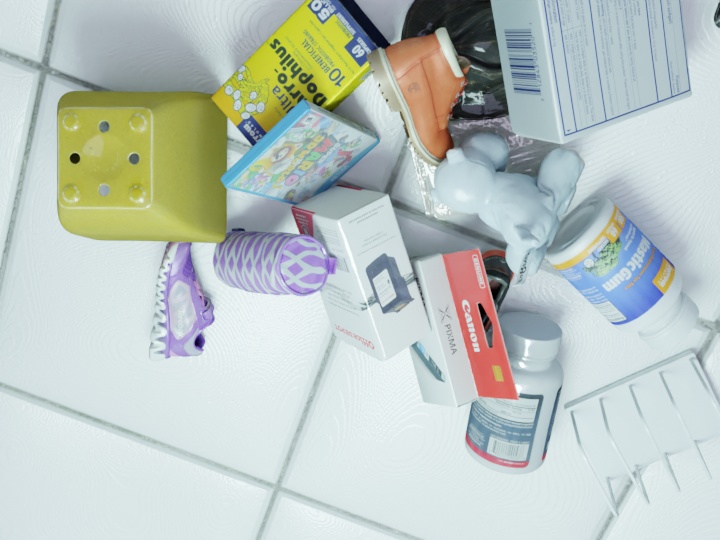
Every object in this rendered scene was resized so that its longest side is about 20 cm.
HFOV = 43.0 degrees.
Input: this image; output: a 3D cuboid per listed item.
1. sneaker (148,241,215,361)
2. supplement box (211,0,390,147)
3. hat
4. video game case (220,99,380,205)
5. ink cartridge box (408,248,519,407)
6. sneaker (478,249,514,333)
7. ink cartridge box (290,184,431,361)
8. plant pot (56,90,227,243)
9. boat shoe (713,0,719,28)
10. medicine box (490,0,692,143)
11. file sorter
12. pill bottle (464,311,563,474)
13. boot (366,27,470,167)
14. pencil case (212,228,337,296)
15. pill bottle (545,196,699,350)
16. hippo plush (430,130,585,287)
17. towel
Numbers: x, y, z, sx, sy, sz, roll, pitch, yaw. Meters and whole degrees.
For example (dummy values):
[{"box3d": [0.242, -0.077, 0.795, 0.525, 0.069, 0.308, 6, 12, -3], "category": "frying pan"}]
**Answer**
[{"box3d": [-0.248, 0.042, 1.302, 0.087, 0.081, 0.202, 9, 117, -5], "category": "sneaker"}, {"box3d": [-0.069, -0.246, 1.141, 0.200, 0.110, 0.109, -41, 93, 19], "category": "supplement box"}, {"box3d": [0.145, -0.273, 1.119, 0.198, 0.081, 0.204, 2, 105, 6], "category": "hat"}, {"box3d": [-0.070, -0.141, 1.151, 0.143, 0.199, 0.018, -40, 71, 18], "category": "video game case"}, {"box3d": [0.117, 0.078, 1.202, 0.044, 0.176, 0.203, -17, 94, -26], "category": "ink cartridge box"}, {"box3d": [0.145, 0.066, 1.258, 0.076, 0.082, 0.202, 23, 115, -4], "category": "sneaker"}, {"box3d": [0.000, 0.000, 1.208, 0.084, 0.144, 0.202, -27, 111, -22], "category": "ink cartridge box"}, {"box3d": [-0.283, -0.134, 1.140, 0.191, 0.200, 0.199, 1, 92, 5], "category": "plant pot"}, {"box3d": [0.452, -0.380, 1.059, 0.060, 0.074, 0.202, 21, 109, -2], "category": "boat shoe"}, {"box3d": [0.270, -0.268, 1.064, 0.198, 0.103, 0.184, -21, 111, -19], "category": "medicine box"}, {"box3d": [0.408, 0.233, 1.274, 0.198, 0.125, 0.140, -27, 106, 16], "category": "file sorter"}, {"box3d": [0.217, 0.167, 1.271, 0.118, 0.120, 0.203, 9, 112, 3], "category": "pill bottle"}, {"box3d": [0.092, -0.203, 1.095, 0.106, 0.076, 0.200, -25, 145, 9], "category": "boot"}, {"box3d": [-0.119, -0.009, 1.200, 0.085, 0.199, 0.085, 13, 88, -34], "category": "pencil case"}, {"box3d": [0.348, 0.009, 1.199, 0.200, 0.112, 0.112, 42, 110, -10], "category": "pill bottle"}, {"box3d": [0.166, -0.081, 1.135, 0.159, 0.201, 0.160, 26, 143, 14], "category": "hippo plush"}, {"box3d": [0.167, -0.145, 1.202, 0.197, 0.035, 0.134, -14, 110, 11], "category": "towel"}]
